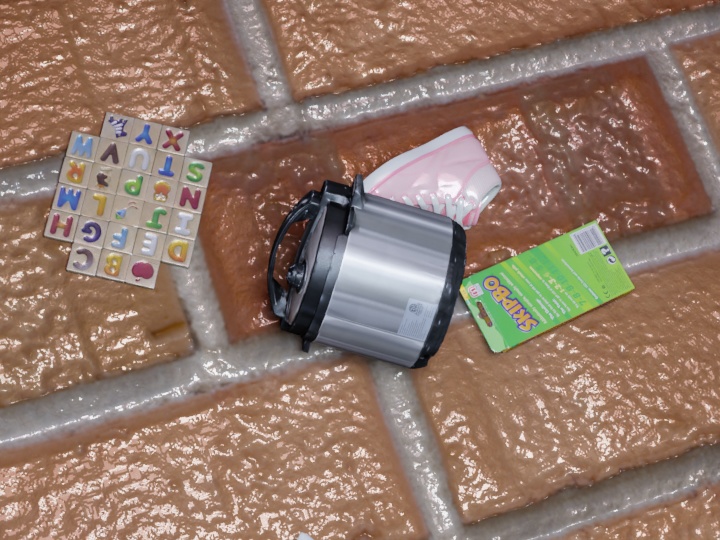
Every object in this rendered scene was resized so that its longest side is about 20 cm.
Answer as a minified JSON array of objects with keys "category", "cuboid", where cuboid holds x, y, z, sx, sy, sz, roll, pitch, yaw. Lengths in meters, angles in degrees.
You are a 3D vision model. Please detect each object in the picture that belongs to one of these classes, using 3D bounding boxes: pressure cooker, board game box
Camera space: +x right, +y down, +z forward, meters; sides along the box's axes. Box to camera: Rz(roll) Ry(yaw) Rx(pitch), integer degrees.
[{"category":"pressure cooker","cuboid":[0.000,0.001,1.521,0.198,0.179,0.178,15,72,-8]},{"category":"board game box","cuboid":[0.214,0.021,1.642,0.199,0.030,0.096,-22,74,-22]}]

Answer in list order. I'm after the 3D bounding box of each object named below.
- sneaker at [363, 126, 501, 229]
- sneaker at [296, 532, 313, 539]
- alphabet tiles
[{"category":"sneaker","cuboid":[0.078,-0.083,1.627,0.199,0.076,0.105,-30,72,-25]},{"category":"sneaker","cuboid":[-0.122,0.329,1.437,0.199,0.071,0.081,-13,63,-22]},{"category":"alphabet tiles","cuboid":[-0.261,-0.081,1.594,0.165,0.006,0.202,13,67,-7]}]
